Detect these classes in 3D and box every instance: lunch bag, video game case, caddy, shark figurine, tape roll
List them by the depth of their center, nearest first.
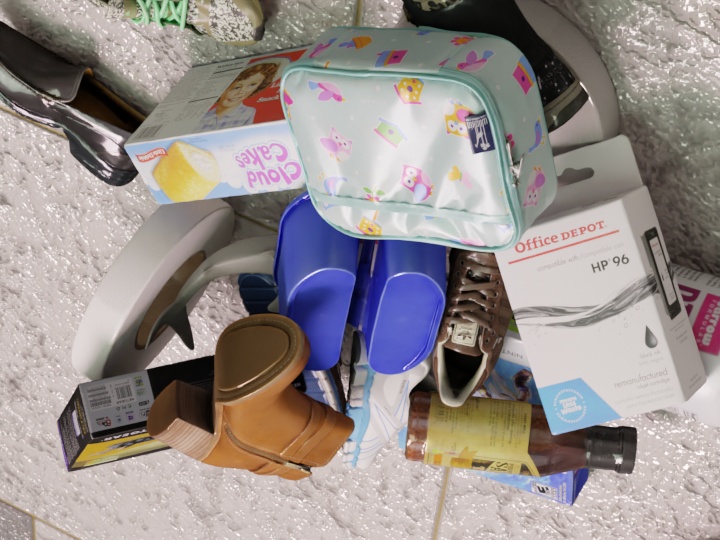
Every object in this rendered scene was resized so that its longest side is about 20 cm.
[{"bbox_3d":[0.044,-0.093,1.456,0.199,0.077,0.162,9,126,34],"label":"lunch bag"},{"bbox_3d":[0.107,-0.133,1.573,0.201,0.037,0.204,20,137,19],"label":"tape roll"},{"bbox_3d":[0.000,0.000,1.634,0.140,0.106,0.201,4,146,-6],"label":"caddy"},{"bbox_3d":[-0.087,0.001,1.734,0.212,0.090,0.130,-8,93,3],"label":"shark figurine"},{"bbox_3d":[-0.185,0.017,1.790,0.037,0.203,0.203,33,141,10],"label":"tape roll"},{"bbox_3d":[0.117,0.108,1.794,0.180,0.046,0.201,18,137,23],"label":"video game case"}]

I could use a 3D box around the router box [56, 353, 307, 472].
[{"bbox_3d":[-0.163,0.121,1.777,0.157,0.198,0.053,133,123,-68],"label":"router box"}]

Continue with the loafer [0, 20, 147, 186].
[{"bbox_3d":[-0.264,-0.165,1.794,0.199,0.073,0.072,37,133,-16],"label":"loafer"}]

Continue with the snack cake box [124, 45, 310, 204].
[{"bbox_3d":[-0.086,-0.123,1.661,0.199,0.115,0.067,-5,126,39],"label":"snack cake box"}]

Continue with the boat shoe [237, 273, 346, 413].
[{"bbox_3d":[-0.046,0.066,1.847,0.072,0.072,0.201,5,126,36],"label":"boat shoe"}]

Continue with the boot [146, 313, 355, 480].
[{"bbox_3d":[-0.063,0.115,1.647,0.154,0.077,0.200,23,134,-32],"label":"boot"}]

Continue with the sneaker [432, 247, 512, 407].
[{"bbox_3d":[0.100,0.030,1.640,0.070,0.076,0.201,11,133,6],"label":"sneaker"}]

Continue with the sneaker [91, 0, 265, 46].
[{"bbox_3d":[-0.174,-0.223,1.647,0.199,0.089,0.077,24,139,14],"label":"sneaker"}]

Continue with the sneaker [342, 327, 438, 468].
[{"bbox_3d":[0.028,0.124,1.792,0.086,0.076,0.201,4,150,-2],"label":"sneaker"}]

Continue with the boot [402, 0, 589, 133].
[{"bbox_3d":[0.060,-0.159,1.503,0.203,0.074,0.154,-15,114,43],"label":"boot"}]

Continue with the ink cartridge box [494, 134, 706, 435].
[{"bbox_3d":[0.175,0.011,1.514,0.115,0.068,0.202,-17,93,27],"label":"ink cartridge box"}]

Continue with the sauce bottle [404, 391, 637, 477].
[{"bbox_3d":[0.138,0.145,1.713,0.198,0.066,0.066,7,136,4],"label":"sauce bottle"}]

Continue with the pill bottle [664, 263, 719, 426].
[{"bbox_3d":[0.260,0.057,1.586,0.198,0.114,0.114,18,137,21],"label":"pill bottle"}]
